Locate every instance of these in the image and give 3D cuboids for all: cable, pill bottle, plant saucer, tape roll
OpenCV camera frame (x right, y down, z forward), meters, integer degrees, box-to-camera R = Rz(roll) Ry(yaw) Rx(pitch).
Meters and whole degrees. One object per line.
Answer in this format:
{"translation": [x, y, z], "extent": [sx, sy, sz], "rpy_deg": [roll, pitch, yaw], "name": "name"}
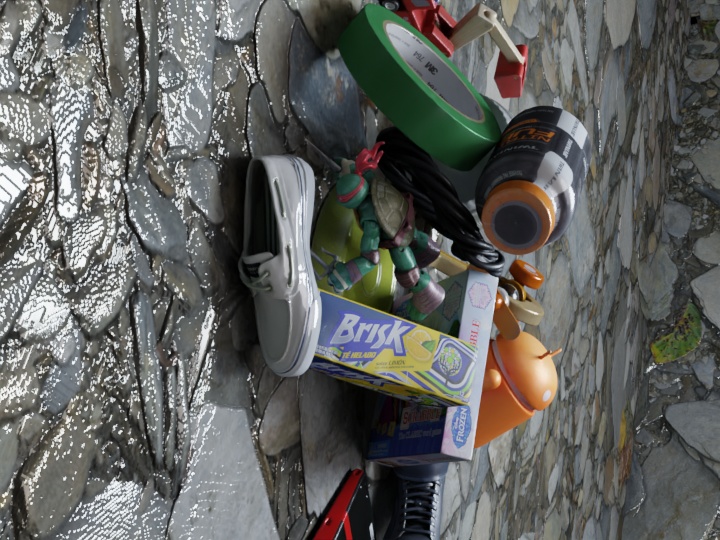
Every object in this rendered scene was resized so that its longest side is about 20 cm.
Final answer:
{"translation": [0.080, -0.070, 1.148], "extent": [0.201, 0.051, 0.164], "rpy_deg": [52, 3, -32], "name": "cable"}
{"translation": [0.180, -0.091, 1.133], "extent": [0.200, 0.104, 0.108], "rpy_deg": [-58, 144, -57], "name": "pill bottle"}
{"translation": [0.000, 0.000, 1.201], "extent": [0.199, 0.031, 0.204], "rpy_deg": [3, 90, -66], "name": "plant saucer"}
{"translation": [0.064, -0.194, 1.146], "extent": [0.199, 0.048, 0.201], "rpy_deg": [37, 23, -19], "name": "tape roll"}

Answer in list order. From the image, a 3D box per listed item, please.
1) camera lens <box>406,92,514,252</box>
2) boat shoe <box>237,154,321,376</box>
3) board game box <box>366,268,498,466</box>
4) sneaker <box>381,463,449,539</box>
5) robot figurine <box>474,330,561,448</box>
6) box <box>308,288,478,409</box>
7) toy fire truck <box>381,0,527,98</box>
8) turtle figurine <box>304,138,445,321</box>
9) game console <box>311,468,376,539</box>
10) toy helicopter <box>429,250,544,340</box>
{"translation": [0.146, -0.120, 1.357], "extent": [0.200, 0.157, 0.163], "rpy_deg": [34, 63, -63], "name": "camera lens"}
{"translation": [-0.083, -0.005, 0.982], "extent": [0.066, 0.073, 0.204], "rpy_deg": [4, 81, -50], "name": "boat shoe"}
{"translation": [0.078, 0.116, 1.228], "extent": [0.041, 0.200, 0.203], "rpy_deg": [17, 72, -19], "name": "board game box"}
{"translation": [0.068, 0.264, 1.298], "extent": [0.203, 0.075, 0.149], "rpy_deg": [-74, 169, -69], "name": "sneaker"}
{"translation": [0.171, 0.154, 1.411], "extent": [0.144, 0.199, 0.117], "rpy_deg": [47, 19, -32], "name": "robot figurine"}
{"translation": [0.016, 0.080, 1.074], "extent": [0.198, 0.070, 0.065], "rpy_deg": [20, 71, -26], "name": "box"}
{"translation": [0.116, -0.286, 1.291], "extent": [0.201, 0.139, 0.049], "rpy_deg": [57, 43, -54], "name": "toy fire truck"}
{"translation": [0.013, -0.043, 1.095], "extent": [0.200, 0.100, 0.152], "rpy_deg": [42, 50, -37], "name": "turtle figurine"}
{"translation": [-0.018, 0.354, 1.219], "extent": [0.177, 0.030, 0.203], "rpy_deg": [-59, 145, -57], "name": "game console"}
{"translation": [0.142, 0.016, 1.355], "extent": [0.080, 0.198, 0.133], "rpy_deg": [-59, -170, 19], "name": "toy helicopter"}
